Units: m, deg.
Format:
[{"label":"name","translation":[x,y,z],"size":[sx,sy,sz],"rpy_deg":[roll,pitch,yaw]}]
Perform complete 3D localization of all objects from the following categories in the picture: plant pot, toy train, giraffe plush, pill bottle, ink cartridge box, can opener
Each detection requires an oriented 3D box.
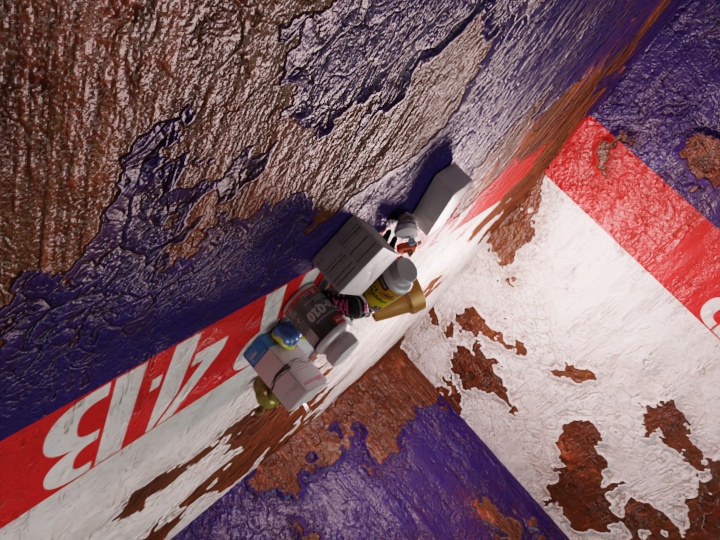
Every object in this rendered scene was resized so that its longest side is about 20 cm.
[{"label":"plant pot","translation":[0.105,0.080,2.038],"size":[0.180,0.203,0.201],"rpy_deg":[-26,164,-6]},{"label":"toy train","translation":[0.114,-0.034,1.839],"size":[0.146,0.057,0.201],"rpy_deg":[-8,161,-8]},{"label":"giraffe plush","translation":[-0.267,0.372,1.864],"size":[0.159,0.205,0.172],"rpy_deg":[-17,180,22]},{"label":"pill bottle","translation":[0.085,0.037,1.778],"size":[0.108,0.110,0.199],"rpy_deg":[-32,176,-41]},{"label":"ink cartridge box","translation":[-0.201,0.267,1.600],"size":[0.084,0.200,0.144],"rpy_deg":[-47,166,16]},{"label":"pill bottle","translation":[-0.100,0.143,1.537],"size":[0.113,0.200,0.114],"rpy_deg":[-40,167,-12]},{"label":"can opener","translation":[0.065,-0.045,1.670],"size":[0.078,0.064,0.201],"rpy_deg":[-25,-160,35]}]

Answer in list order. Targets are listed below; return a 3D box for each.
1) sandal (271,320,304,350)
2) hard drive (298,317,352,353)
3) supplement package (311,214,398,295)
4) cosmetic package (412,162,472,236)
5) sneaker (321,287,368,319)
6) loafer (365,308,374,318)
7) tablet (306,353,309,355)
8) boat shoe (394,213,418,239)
[{"label":"sandal","translation":[-0.178,0.154,1.626],"size":[0.088,0.079,0.200],"rpy_deg":[-53,173,18]},{"label":"hard drive","translation":[-0.123,0.188,1.789],"size":[0.197,0.027,0.132],"rpy_deg":[-32,154,-2]},{"label":"supplement package","translation":[-0.008,-0.033,1.485],"size":[0.156,0.111,0.200],"rpy_deg":[-46,168,8]},{"label":"cosmetic package","translation":[0.241,-0.211,1.766],"size":[0.107,0.085,0.201],"rpy_deg":[-35,163,-37]},{"label":"sneaker","translation":[-0.063,0.095,1.616],"size":[0.086,0.197,0.076],"rpy_deg":[-12,108,-42]},{"label":"loafer","translation":[-0.002,0.126,1.906],"size":[0.064,0.071,0.200],"rpy_deg":[-60,-167,7]},{"label":"tablet","translation":[-0.115,0.193,1.959],"size":[0.201,0.014,0.131],"rpy_deg":[-52,173,-28]},{"label":"boat shoe","translation":[0.136,-0.134,1.714],"size":[0.070,0.068,0.200],"rpy_deg":[-9,176,13]}]
